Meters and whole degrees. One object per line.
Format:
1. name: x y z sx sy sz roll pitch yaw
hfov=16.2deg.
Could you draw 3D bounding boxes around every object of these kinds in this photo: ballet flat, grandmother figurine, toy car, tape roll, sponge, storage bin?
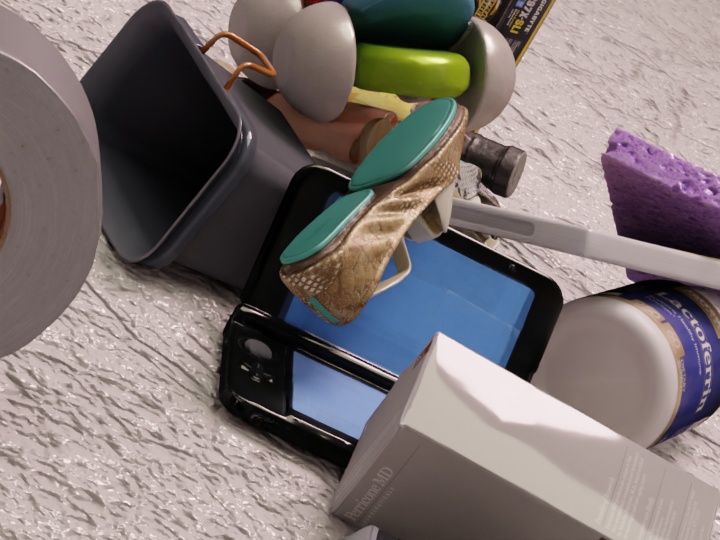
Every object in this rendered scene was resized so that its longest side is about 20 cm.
1. ballet flat: 0.074 -0.041 1.902 0.072 0.072 0.200 36 3 12
2. grandmother figurine: -0.058 -0.117 1.887 0.200 0.061 0.121 22 -10 27
3. toy car: 0.014 -0.186 1.802 0.175 0.150 0.200 4 16 -25
4. tape roll: -0.234 -0.045 1.306 0.200 0.200 0.066 25 21 -19
5. ballet flat: 0.017 -0.033 1.596 0.200 0.070 0.065 -47 114 -39
6. sponge: 0.240 -0.026 1.861 0.112 0.030 0.200 25 -19 23
7. storage bin: -0.093 -0.077 1.708 0.134 0.146 0.200 29 17 -38

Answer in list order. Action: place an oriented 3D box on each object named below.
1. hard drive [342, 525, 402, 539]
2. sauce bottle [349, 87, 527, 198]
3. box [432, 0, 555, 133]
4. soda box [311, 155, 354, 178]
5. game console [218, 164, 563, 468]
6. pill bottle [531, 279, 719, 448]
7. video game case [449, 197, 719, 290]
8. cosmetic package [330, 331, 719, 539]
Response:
1. hard drive: 0.044 0.212 1.337 0.135 0.042 0.200 27 20 -14
2. sauce bottle: 0.034 -0.113 2.014 0.200 0.066 0.066 22 17 15
3. box: 0.062 -0.189 2.092 0.049 0.200 0.160 12 27 -41
4. soda box: 0.000 0.000 1.748 0.068 0.063 0.200 22 21 -25
5. game console: 0.025 0.047 1.587 0.200 0.116 0.176 25 20 -11
6. pill bottle: 0.201 0.066 1.811 0.116 0.116 0.200 38 21 18
7. video game case: 0.153 -0.021 1.797 0.182 0.023 0.200 15 2 44
8. cosmetic package: 0.096 0.135 1.478 0.200 0.107 0.090 26 46 -6
